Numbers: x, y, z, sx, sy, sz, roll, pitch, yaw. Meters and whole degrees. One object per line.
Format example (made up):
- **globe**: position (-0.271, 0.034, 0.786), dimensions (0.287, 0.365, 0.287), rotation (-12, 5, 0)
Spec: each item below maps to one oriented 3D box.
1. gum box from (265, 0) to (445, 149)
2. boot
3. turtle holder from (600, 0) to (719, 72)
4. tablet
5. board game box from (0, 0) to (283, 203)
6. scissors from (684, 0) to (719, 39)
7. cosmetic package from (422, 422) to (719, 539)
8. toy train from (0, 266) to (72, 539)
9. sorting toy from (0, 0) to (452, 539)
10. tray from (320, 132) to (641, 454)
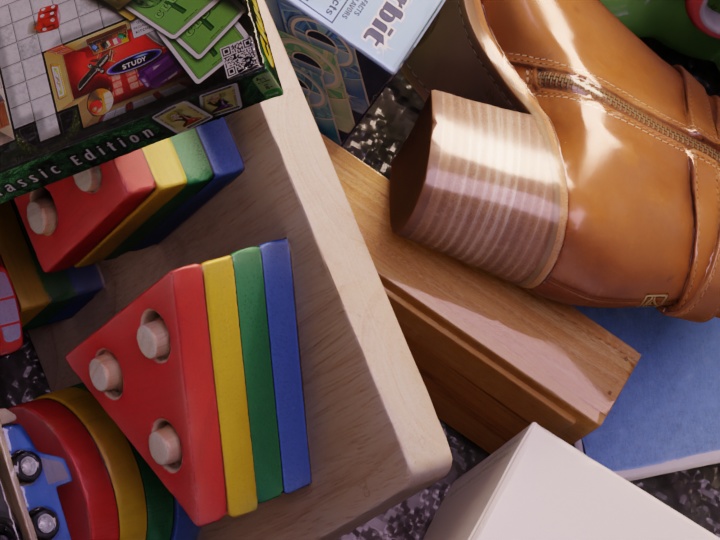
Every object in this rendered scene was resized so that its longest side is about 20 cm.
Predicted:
- **gum box**: position (-0.079, -0.115, 1.006), dimensions (0.199, 0.170, 0.045), rotation (35, 69, -2)
- **boot**: position (0.094, -0.072, 1.021), dimensions (0.154, 0.077, 0.201), rotation (15, 49, -15)
- **turtle holder**: position (0.156, -0.151, 1.111), dimensions (0.141, 0.185, 0.133), rotation (21, 45, -53)
- **tablet**: position (0.168, 0.001, 1.062), dimensions (0.199, 0.014, 0.131), rotation (-13, 78, 18)
- **board game box**: position (-0.129, -0.067, 0.870), dimensions (0.199, 0.023, 0.105), rotation (-21, 61, 9)
- **scissors**: position (0.211, -0.086, 1.050), dimensions (0.199, 0.073, 0.014), rotation (22, 43, -24)
- **cosmetic package**: position (0.113, 0.151, 1.015), dimensions (0.199, 0.108, 0.085), rotation (33, 69, -5)
- **toy train**: position (-0.136, 0.015, 0.925), dimensions (0.046, 0.034, 0.202), rotation (-15, 87, -36)
- **sorting toy**: position (-0.081, 0.014, 0.946), dimensions (0.069, 0.200, 0.200), rotation (-16, 78, -35)
- **tray**: position (0.000, 0.000, 1.032), dimensions (0.199, 0.099, 0.037), rotation (35, 70, -3)
